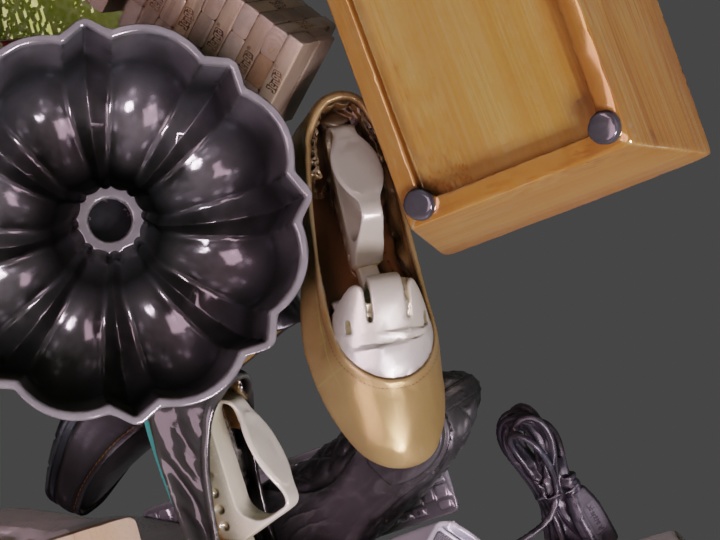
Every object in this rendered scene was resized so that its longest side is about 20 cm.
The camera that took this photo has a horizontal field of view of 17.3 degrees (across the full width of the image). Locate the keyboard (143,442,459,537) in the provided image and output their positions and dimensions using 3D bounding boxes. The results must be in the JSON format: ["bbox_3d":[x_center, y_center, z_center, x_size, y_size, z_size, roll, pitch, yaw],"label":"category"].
[{"bbox_3d":[-0.036,0.132,1.307,0.200,0.011,0.056,-22,89,30],"label":"keyboard"}]

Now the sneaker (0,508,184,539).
[{"bbox_3d":[-0.153,0.186,1.340,0.200,0.075,0.089,1,95,43],"label":"sneaker"}]

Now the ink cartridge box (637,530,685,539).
[{"bbox_3d":[0.077,0.203,1.185,0.200,0.037,0.095,-15,102,0],"label":"ink cartridge box"}]

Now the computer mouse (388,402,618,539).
[{"bbox_3d":[0.033,0.161,1.211,0.200,0.044,0.110,-32,109,4],"label":"computer mouse"}]

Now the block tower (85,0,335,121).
[{"bbox_3d":[-0.105,-0.154,1.261,0.200,0.054,0.058,38,115,18],"label":"block tower"}]

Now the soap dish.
[{"bbox_3d":[0.064,-0.122,1.159,0.157,0.081,0.200,-20,89,30],"label":"soap dish"}]

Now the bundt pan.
[{"bbox_3d":[-0.128,-0.021,1.196,0.202,0.076,0.202,1,84,-9],"label":"bundt pan"}]

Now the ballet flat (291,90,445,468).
[{"bbox_3d":[0.000,0.000,1.187,0.063,0.069,0.200,110,148,-61],"label":"ballet flat"}]

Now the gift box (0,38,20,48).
[{"bbox_3d":[-0.250,-0.029,1.292,0.200,0.184,0.187,3,100,35],"label":"gift box"}]

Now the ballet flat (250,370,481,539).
[{"bbox_3d":[-0.006,0.121,1.263,0.200,0.057,0.067,-40,80,34],"label":"ballet flat"}]

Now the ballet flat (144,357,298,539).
[{"bbox_3d":[-0.061,0.142,1.233,0.068,0.068,0.200,-12,97,30],"label":"ballet flat"}]

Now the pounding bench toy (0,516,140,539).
[{"bbox_3d":[-0.177,0.245,1.241,0.156,0.124,0.200,-13,91,46],"label":"pounding bench toy"}]

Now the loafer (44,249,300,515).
[{"bbox_3d":[-0.105,0.068,1.298,0.072,0.073,0.200,41,118,11],"label":"loafer"}]
